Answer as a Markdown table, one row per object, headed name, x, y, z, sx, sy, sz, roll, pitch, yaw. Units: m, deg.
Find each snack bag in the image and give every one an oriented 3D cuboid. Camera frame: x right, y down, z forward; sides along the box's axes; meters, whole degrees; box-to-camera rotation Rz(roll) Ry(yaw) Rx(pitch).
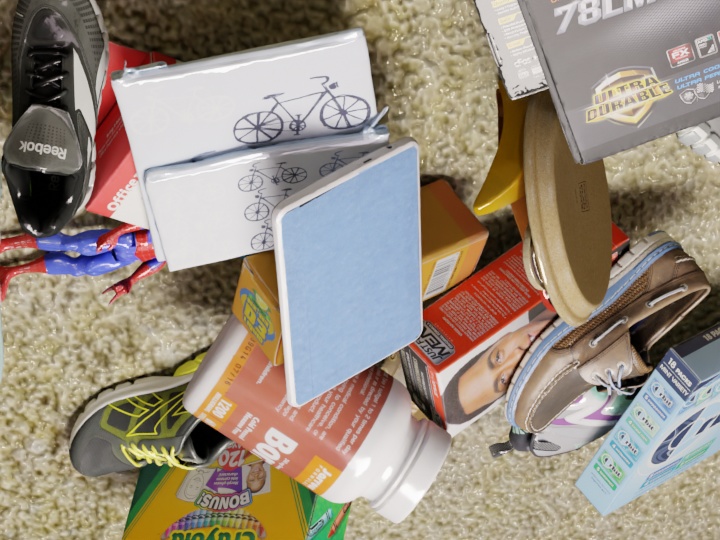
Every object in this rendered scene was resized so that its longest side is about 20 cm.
| name | x | y | z | sx | sy | sz | roll | pitch | yaw |
| --- | --- | --- | --- | --- | --- | --- | --- | --- | --- |
| snack bag | -0.070 | -0.086 | 1.459 | 0.187 | 0.021 | 0.201 | -11 | 138 | -2 |

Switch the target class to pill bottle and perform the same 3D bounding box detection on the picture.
| name | x | y | z | sx | sy | sz | roll | pitch | yaw |
| --- | --- | --- | --- | --- | --- | --- | --- | --- | --- |
| pill bottle | -0.032 | 0.113 | 1.621 | 0.199 | 0.112 | 0.112 | 33 | 129 | -5 |

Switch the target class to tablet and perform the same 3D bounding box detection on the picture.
| name | x | y | z | sx | sy | sz | roll | pitch | yaw |
| --- | --- | --- | --- | --- | --- | --- | --- | --- | --- |
| tablet | -0.007 | 0.003 | 1.505 | 0.130 | 0.014 | 0.201 | -28 | 139 | -25 |

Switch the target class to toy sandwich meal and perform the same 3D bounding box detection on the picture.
| name | x | y | z | sx | sy | sz | roll | pitch | yaw |
| --- | --- | --- | --- | --- | --- | --- | --- | --- | --- |
| toy sandwich meal | 0.133 | -0.055 | 1.515 | 0.070 | 0.206 | 0.205 | -7 | 143 | 21 |

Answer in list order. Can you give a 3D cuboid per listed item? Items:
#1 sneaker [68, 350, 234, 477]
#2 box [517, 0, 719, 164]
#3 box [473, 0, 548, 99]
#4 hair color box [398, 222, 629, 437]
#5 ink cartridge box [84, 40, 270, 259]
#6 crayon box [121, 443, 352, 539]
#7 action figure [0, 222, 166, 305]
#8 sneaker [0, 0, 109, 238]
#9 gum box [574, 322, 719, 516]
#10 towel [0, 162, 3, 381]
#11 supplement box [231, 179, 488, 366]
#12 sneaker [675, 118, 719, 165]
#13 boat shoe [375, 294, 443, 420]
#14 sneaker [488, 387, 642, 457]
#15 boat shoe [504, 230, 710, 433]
| name | x | y | z | sx | sy | sz | roll | pitch | yaw |
| --- | --- | --- | --- | --- | --- | --- | --- | --- | --- |
| sneaker | -0.168 | 0.136 | 1.752 | 0.199 | 0.085 | 0.074 | -28 | 137 | 19 |
| box | 0.208 | -0.191 | 1.374 | 0.199 | 0.050 | 0.199 | -18 | 124 | 8 |
| box | 0.169 | -0.222 | 1.406 | 0.199 | 0.049 | 0.160 | -19 | 121 | 9 |
| hair color box | 0.127 | 0.039 | 1.660 | 0.200 | 0.061 | 0.102 | -34 | 146 | -15 |
| ink cartridge box | -0.128 | -0.086 | 1.512 | 0.199 | 0.067 | 0.116 | 17 | 133 | -29 |
| crayon box | -0.105 | 0.204 | 1.768 | 0.199 | 0.119 | 0.058 | -6 | 147 | 31 |
| action figure | -0.191 | -0.016 | 1.599 | 0.199 | 0.052 | 0.066 | -13 | 137 | -2 |
| sneaker | -0.213 | -0.109 | 1.412 | 0.066 | 0.091 | 0.201 | 6 | 119 | -1 |
| gum box | 0.297 | 0.117 | 1.812 | 0.169 | 0.045 | 0.200 | -22 | 151 | -39 |
| towel | -0.283 | -0.031 | 1.459 | 0.048 | 0.172 | 0.201 | -2 | 139 | -14 |
| supplement box | 0.000 | 0.000 | 1.584 | 0.199 | 0.067 | 0.069 | -21 | 150 | -32 |
| sneaker | 0.266 | -0.156 | 1.521 | 0.199 | 0.075 | 0.115 | 26 | 125 | -35 |
| boat shoe | 0.039 | 0.100 | 1.773 | 0.073 | 0.069 | 0.200 | -2 | 138 | -43 |
| sneaker | 0.152 | 0.119 | 1.814 | 0.199 | 0.078 | 0.140 | 23 | 129 | -34 |
| boat shoe | 0.198 | 0.061 | 1.639 | 0.200 | 0.072 | 0.072 | -50 | 148 | 6 |
